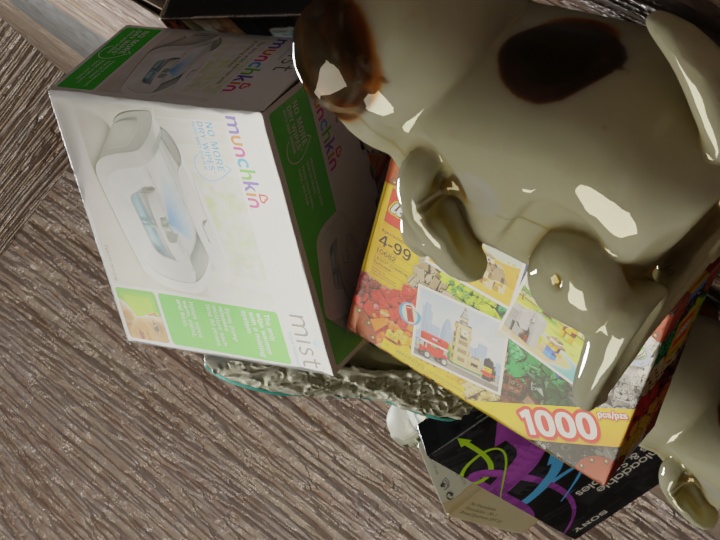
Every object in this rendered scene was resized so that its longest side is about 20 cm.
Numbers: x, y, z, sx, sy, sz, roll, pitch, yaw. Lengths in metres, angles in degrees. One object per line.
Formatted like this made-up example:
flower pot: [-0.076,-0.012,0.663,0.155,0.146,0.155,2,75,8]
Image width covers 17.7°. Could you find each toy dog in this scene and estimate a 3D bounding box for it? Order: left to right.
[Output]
toy dog: [0.063,-0.066,0.980,0.199,0.140,0.194,36,163,14]
toy dog: [0.244,0.108,1.532,0.199,0.140,0.194,37,176,17]

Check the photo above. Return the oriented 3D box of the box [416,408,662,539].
box: [0.156,0.123,1.717,0.200,0.143,0.036,31,-149,-45]

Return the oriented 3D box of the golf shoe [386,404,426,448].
golf shoe: [0.045,0.063,1.821,0.097,0.079,0.200,28,141,0]

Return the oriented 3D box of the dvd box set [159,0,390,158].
dvd box set: [-0.023,-0.121,1.539,0.145,0.030,0.200,4,151,38]

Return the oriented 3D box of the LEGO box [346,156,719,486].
LEGO box: [0.105,0.014,1.431,0.199,0.077,0.150,30,132,18]

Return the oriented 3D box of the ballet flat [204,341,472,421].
ballet flat: [-0.007,0.052,1.585,0.198,0.072,0.072,10,-176,-16]

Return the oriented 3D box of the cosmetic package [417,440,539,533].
cosmetic package: [0.153,0.115,1.799,0.103,0.200,0.073,17,-139,-45]

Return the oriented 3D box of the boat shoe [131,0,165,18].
boat shoe: [-0.133,-0.202,1.824,0.200,0.060,0.072,39,175,-22]

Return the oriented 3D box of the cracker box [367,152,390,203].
cracker box: [0.000,0.000,1.638,0.133,0.058,0.200,1,144,35]

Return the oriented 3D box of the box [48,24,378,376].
box: [-0.084,-0.048,1.508,0.175,0.097,0.201,9,128,33]
